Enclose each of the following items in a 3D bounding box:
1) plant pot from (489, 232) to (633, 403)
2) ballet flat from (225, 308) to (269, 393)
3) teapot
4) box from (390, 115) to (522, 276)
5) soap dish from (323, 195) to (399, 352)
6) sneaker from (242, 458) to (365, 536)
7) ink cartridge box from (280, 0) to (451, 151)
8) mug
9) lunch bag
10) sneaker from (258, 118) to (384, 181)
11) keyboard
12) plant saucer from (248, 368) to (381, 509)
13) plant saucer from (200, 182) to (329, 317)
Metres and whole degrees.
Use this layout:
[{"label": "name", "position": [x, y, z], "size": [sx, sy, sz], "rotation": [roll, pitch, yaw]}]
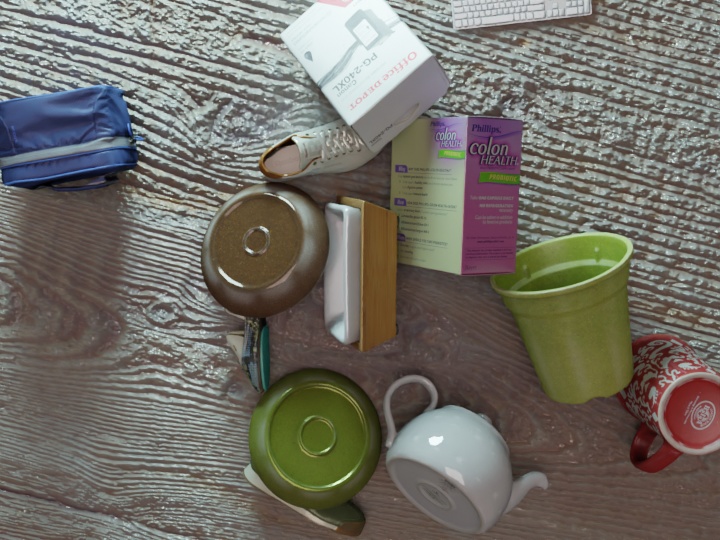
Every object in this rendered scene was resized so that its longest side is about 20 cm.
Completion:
[{"label": "plant pot", "position": [0.296, 0.073, 1.345], "size": [0.197, 0.201, 0.187], "rotation": [-17, 106, 4]}, {"label": "ballet flat", "position": [-0.163, 0.075, 1.416], "size": [0.073, 0.074, 0.204], "rotation": [2, 87, 2]}, {"label": "teapot", "position": [0.138, 0.261, 1.383], "size": [0.147, 0.195, 0.201], "rotation": [-52, 130, -29]}, {"label": "box", "position": [0.125, -0.104, 1.318], "size": [0.095, 0.175, 0.204], "rotation": [-3, 97, -30]}, {"label": "soap dish", "position": [0.000, 0.000, 1.361], "size": [0.080, 0.157, 0.204], "rotation": [-1, 96, -14]}, {"label": "sneaker", "position": [-0.070, 0.308, 1.433], "size": [0.198, 0.067, 0.091], "rotation": [27, 102, 3]}, {"label": "ink cartridge box", "position": [0.006, -0.284, 1.315], "size": [0.145, 0.083, 0.201], "rotation": [-39, 61, 5]}, {"label": "mug", "position": [0.437, 0.192, 1.333], "size": [0.131, 0.200, 0.181], "rotation": [-8, 95, 3]}, {"label": "lunch bag", "position": [-0.403, -0.178, 1.363], "size": [0.196, 0.136, 0.135], "rotation": [-9, 96, 2]}, {"label": "sneaker", "position": [-0.049, -0.169, 1.375], "size": [0.197, 0.085, 0.074], "rotation": [-20, 93, 3]}, {"label": "keyboard", "position": [0.227, -0.380, 1.376], "size": [0.196, 0.011, 0.057], "rotation": [-6, 96, 3]}, {"label": "plant saucer", "position": [-0.063, 0.240, 1.405], "size": [0.196, 0.031, 0.204], "rotation": [3, 75, -9]}, {"label": "plant saucer", "position": [-0.142, -0.036, 1.373], "size": [0.197, 0.037, 0.204], "rotation": [-5, 72, 15]}]
